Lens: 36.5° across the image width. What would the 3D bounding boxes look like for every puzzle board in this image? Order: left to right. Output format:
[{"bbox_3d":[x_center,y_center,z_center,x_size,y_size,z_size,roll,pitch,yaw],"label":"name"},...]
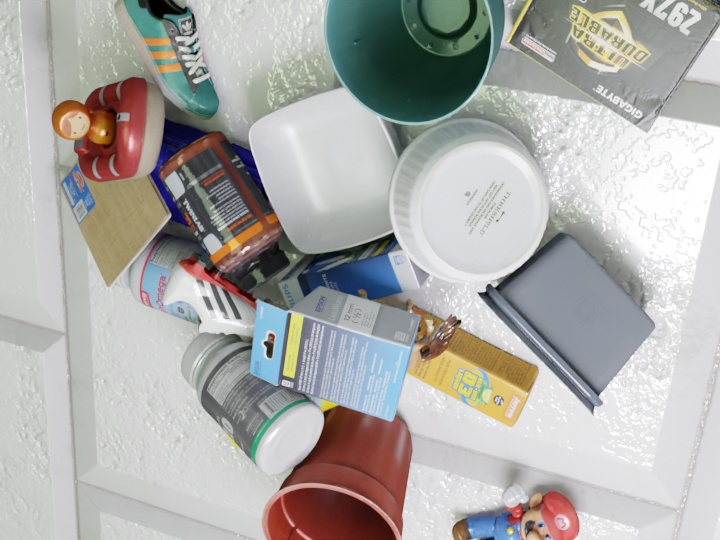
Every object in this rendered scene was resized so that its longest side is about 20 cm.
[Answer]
[{"bbox_3d":[-0.350,-0.101,1.551,0.151,0.017,0.201,-45,60,24],"label":"puzzle board"}]

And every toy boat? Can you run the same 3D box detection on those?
[{"bbox_3d":[-0.346,-0.191,1.448,0.198,0.129,0.133,-1,84,51],"label":"toy boat"}]

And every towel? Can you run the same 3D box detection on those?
[{"bbox_3d":[-0.221,-0.118,1.531,0.197,0.050,0.150,22,119,13],"label":"towel"}]

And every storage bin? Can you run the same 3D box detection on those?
[{"bbox_3d":[0.262,0.055,1.361,0.134,0.146,0.200,-44,91,5],"label":"storage bin"}]

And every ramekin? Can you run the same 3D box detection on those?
[{"bbox_3d":[0.135,-0.080,1.315,0.198,0.094,0.207,-1,100,-8],"label":"ramekin"}]

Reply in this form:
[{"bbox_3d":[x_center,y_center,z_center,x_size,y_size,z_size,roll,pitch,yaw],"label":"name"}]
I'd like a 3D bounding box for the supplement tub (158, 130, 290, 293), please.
[{"bbox_3d":[-0.173,-0.073,1.435,0.106,0.107,0.202,-32,90,31],"label":"supplement tub"}]

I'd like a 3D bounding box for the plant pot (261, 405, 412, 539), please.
[{"bbox_3d":[-0.016,0.300,1.530,0.197,0.196,0.204,8,127,11],"label":"plant pot"}]

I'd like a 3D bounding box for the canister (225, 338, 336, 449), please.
[{"bbox_3d":[-0.120,0.157,1.586,0.198,0.086,0.150,-27,92,29],"label":"canister"}]

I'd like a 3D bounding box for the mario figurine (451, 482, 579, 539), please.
[{"bbox_3d":[0.216,0.370,1.524,0.123,0.108,0.199,30,138,-33],"label":"mario figurine"}]

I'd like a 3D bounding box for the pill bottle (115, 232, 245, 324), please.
[{"bbox_3d":[-0.260,0.010,1.571,0.197,0.109,0.110,18,119,16],"label":"pill bottle"}]

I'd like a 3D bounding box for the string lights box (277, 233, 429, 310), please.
[{"bbox_3d":[0.000,0.000,1.456,0.197,0.103,0.060,-15,108,28],"label":"string lights box"}]

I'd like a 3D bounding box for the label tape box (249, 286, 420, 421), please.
[{"bbox_3d":[-0.035,0.097,1.381,0.197,0.067,0.145,18,134,6],"label":"label tape box"}]

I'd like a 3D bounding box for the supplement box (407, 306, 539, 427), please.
[{"bbox_3d":[0.137,0.129,1.477,0.197,0.069,0.067,25,121,10],"label":"supplement box"}]

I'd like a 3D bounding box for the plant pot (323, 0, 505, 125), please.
[{"bbox_3d":[0.078,-0.288,1.258,0.197,0.161,0.204,9,115,19],"label":"plant pot"}]

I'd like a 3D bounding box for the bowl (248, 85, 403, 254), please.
[{"bbox_3d":[-0.028,-0.136,1.425,0.197,0.075,0.203,-15,105,28],"label":"bowl"}]

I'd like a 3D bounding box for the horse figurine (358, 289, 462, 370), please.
[{"bbox_3d":[0.030,0.085,1.426,0.196,0.050,0.134,9,136,5],"label":"horse figurine"}]

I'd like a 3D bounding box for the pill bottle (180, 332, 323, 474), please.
[{"bbox_3d":[-0.150,0.170,1.474,0.199,0.112,0.115,40,126,33],"label":"pill bottle"}]

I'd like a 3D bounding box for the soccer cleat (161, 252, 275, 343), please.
[{"bbox_3d":[-0.176,0.059,1.473,0.199,0.069,0.086,36,95,-21],"label":"soccer cleat"}]

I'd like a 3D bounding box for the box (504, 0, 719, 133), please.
[{"bbox_3d":[0.288,-0.278,1.239,0.198,0.049,0.161,34,120,6],"label":"box"}]

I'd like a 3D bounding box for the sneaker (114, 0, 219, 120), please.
[{"bbox_3d":[-0.244,-0.297,1.448,0.079,0.071,0.201,-32,96,36],"label":"sneaker"}]
